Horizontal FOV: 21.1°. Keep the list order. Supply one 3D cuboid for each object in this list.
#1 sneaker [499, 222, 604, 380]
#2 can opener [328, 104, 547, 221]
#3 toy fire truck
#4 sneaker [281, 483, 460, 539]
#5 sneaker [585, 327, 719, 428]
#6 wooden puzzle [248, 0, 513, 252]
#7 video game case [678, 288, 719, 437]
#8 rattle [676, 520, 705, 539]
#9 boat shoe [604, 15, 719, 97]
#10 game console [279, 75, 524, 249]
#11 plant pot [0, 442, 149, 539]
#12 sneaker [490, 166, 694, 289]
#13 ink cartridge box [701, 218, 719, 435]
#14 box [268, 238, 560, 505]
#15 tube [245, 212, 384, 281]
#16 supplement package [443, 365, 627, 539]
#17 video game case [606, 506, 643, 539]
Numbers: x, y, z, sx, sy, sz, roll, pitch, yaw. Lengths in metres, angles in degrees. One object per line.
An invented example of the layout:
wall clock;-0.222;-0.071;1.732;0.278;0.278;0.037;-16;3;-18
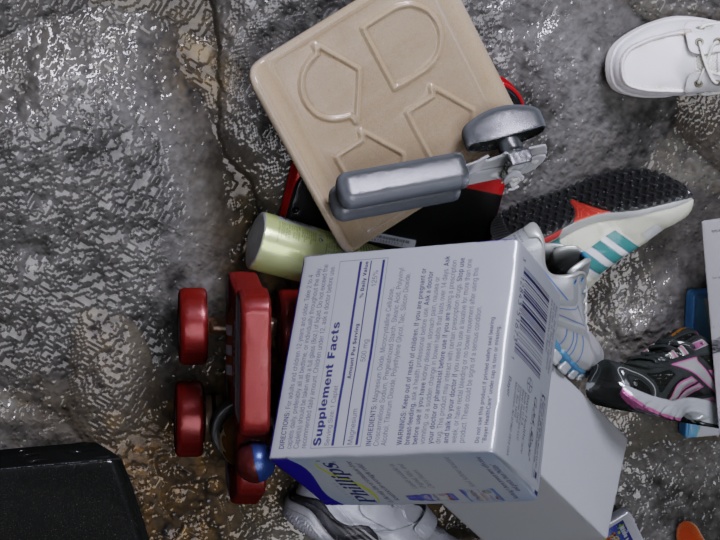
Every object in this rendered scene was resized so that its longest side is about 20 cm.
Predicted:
sneaker;0.176;0.025;1.693;0.087;0.075;0.200;-38;137;10
can opener;0.066;-0.087;1.631;0.199;0.053;0.067;-16;72;-19
toy fire truck;-0.098;0.102;1.623;0.111;0.168;0.201;1;102;-7
sneaker;0.037;0.206;1.747;0.199;0.075;0.115;22;98;-18
sneaker;0.279;0.092;1.771;0.199;0.080;0.087;13;85;-50
wooden puzzle;0.022;-0.143;1.647;0.200;0.046;0.186;-34;111;-12
video game case;0.403;0.084;1.867;0.199;0.018;0.144;-3;104;-17
rattle;0.378;0.345;1.858;0.130;0.143;0.200;-27;120;15
boat shoe;0.321;-0.194;1.749;0.199;0.069;0.071;-10;107;-15
game console;0.039;-0.099;1.707;0.199;0.031;0.178;10;105;-19
plant pot;-0.269;0.240;1.604;0.198;0.200;0.179;-4;93;-16
sneaker;0.210;-0.026;1.764;0.199;0.070;0.094;-17;128;-18
ink cartridge box;0.396;0.048;1.774;0.146;0.083;0.201;-4;89;-39
box;0.046;0.085;1.569;0.105;0.199;0.185;47;46;-52
tube;0.000;0.000;1.679;0.199;0.052;0.058;15;68;-18
supplement package;0.126;0.150;1.711;0.200;0.117;0.117;44;43;-25
video game case;0.199;0.335;1.854;0.199;0.018;0.144;-30;109;-5
